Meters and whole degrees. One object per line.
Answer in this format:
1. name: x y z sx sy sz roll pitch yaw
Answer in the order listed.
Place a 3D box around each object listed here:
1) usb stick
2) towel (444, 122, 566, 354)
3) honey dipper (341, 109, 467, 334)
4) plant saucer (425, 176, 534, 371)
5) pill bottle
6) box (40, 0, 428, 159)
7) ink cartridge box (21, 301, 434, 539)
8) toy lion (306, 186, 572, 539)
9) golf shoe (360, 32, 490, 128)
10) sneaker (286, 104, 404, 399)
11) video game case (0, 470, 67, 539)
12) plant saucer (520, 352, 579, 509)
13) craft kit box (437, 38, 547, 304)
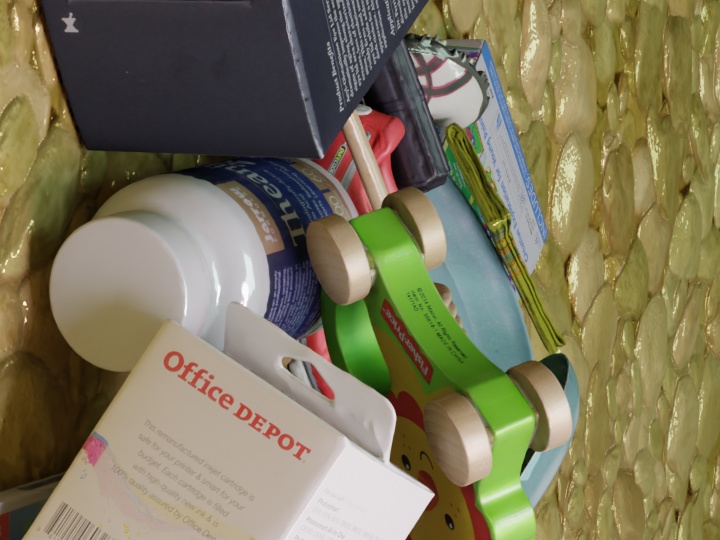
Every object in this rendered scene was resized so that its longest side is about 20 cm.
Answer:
1. usb stick: 0.007 -0.140 1.609 0.055 0.033 0.200 -167 -124 -76
2. towel: 0.099 -0.020 1.839 0.200 0.018 0.086 61 5 -59
3. honey dipper: 0.015 -0.027 1.540 0.038 0.038 0.200 -59 134 -47
4. plant saucer: 0.048 0.013 1.726 0.200 0.036 0.200 50 24 -33
5. pill bottle: -0.085 -0.002 1.485 0.200 0.111 0.111 -19 110 -65
6. box: -0.060 -0.156 1.482 0.200 0.148 0.104 -57 143 -46
7. ink cartridge box: -0.068 0.131 1.384 0.200 0.129 0.125 -56 152 -2
8. toy lion: 0.036 0.084 1.463 0.069 0.200 0.192 -21 151 -23
9. golf shoe: 0.013 -0.121 1.753 0.200 0.077 0.088 31 72 -53
10. sneaker: 0.000 0.000 1.600 0.077 0.085 0.200 -50 140 -63
11. video game case: -0.157 0.180 1.459 0.200 0.017 0.143 -13 105 -65
12. plant saucer: 0.089 0.145 1.831 0.027 0.200 0.200 35 47 -9
13. craft kit box: 0.067 -0.024 1.908 0.200 0.048 0.198 69 31 -42
